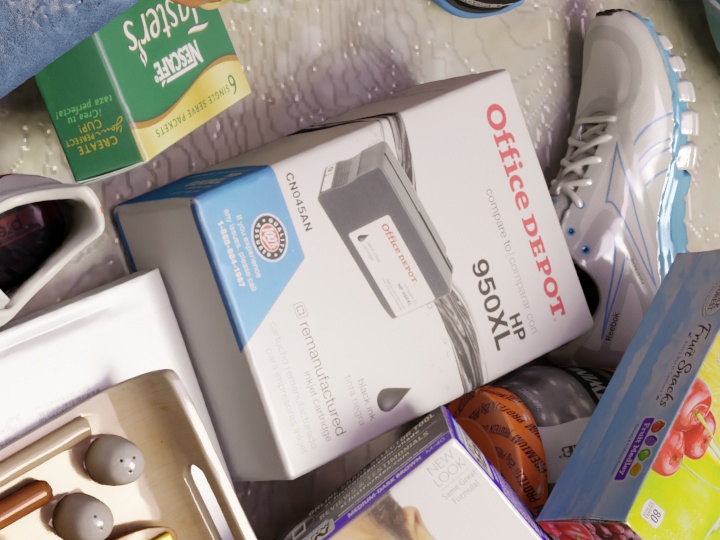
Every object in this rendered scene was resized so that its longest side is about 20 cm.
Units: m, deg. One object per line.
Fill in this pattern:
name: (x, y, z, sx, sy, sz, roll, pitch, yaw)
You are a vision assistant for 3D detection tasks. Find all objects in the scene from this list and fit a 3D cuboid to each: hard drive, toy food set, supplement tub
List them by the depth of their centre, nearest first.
toy food set: (-0.138, 0.153, 1.206, 0.200, 0.060, 0.144, -29, 102, -22)
hard drive: (-0.123, 0.115, 1.264, 0.132, 0.027, 0.200, -23, 99, -26)
supplement tub: (0.133, 0.111, 1.384, 0.200, 0.123, 0.123, 4, 85, -34)

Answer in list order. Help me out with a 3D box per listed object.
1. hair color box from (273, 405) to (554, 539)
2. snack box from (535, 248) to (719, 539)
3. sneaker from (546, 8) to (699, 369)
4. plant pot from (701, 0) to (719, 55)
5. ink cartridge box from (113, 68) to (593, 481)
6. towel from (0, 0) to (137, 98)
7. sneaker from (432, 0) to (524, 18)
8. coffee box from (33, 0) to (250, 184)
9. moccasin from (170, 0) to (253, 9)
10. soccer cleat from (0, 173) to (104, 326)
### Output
hair color box: (0.061, 0.176, 1.272, 0.109, 0.065, 0.200, -40, 101, 5)
snack box: (0.199, 0.114, 1.309, 0.200, 0.068, 0.169, 45, 60, -28)
sneaker: (0.127, -0.039, 1.422, 0.087, 0.075, 0.200, -2, 88, -28)
plant pot: (0.288, -0.131, 1.478, 0.200, 0.200, 0.134, -41, 136, -28)
ink cartridge box: (0.000, 0.000, 1.325, 0.200, 0.084, 0.145, -25, 100, -32)
towel: (-0.202, -0.107, 1.158, 0.200, 0.049, 0.112, -32, 116, 5)
sneaker: (0.037, -0.222, 1.364, 0.071, 0.083, 0.200, -39, 108, -29)
coffee box: (-0.125, -0.152, 1.246, 0.123, 0.044, 0.200, -39, 111, -61)
moccasin: (-0.055, -0.168, 1.265, 0.074, 0.078, 0.201, 47, 21, -17)
soccer cleat: (-0.201, 0.013, 1.190, 0.200, 0.085, 0.069, -32, 105, -31)
